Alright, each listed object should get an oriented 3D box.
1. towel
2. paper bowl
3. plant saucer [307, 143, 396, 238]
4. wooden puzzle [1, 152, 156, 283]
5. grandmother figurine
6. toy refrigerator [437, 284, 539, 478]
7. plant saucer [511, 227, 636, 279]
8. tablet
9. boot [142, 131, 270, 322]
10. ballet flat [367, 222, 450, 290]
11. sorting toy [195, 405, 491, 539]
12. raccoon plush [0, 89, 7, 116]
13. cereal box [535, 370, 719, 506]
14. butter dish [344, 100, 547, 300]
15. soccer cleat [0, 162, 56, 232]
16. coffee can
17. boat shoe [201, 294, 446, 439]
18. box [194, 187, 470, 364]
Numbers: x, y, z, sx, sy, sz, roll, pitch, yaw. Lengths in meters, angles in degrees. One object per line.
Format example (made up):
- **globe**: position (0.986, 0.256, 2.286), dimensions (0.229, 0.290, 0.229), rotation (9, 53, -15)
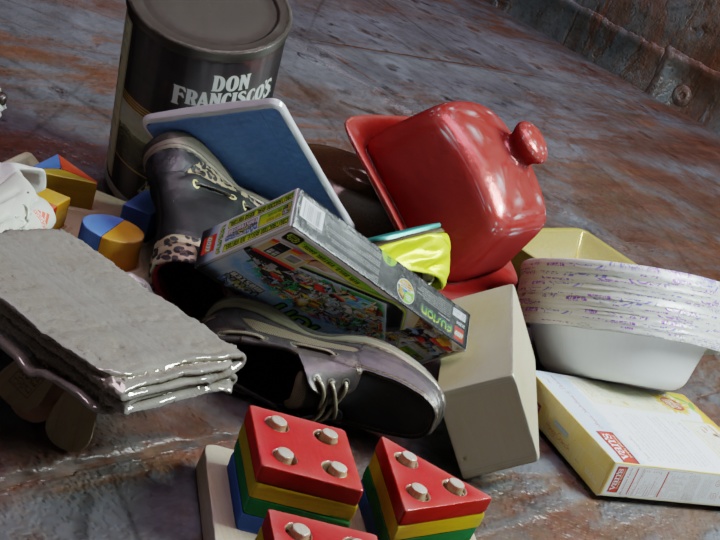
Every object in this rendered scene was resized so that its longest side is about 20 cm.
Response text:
- **towel**: position (-0.179, 0.029, 0.850), dimensions (0.199, 0.035, 0.132), rotation (32, 20, 28)
- **paper bowl**: position (0.243, 0.053, 1.261), dimensions (0.198, 0.106, 0.201), rotation (9, -3, 0)
- **plant saucer**: position (-0.004, -0.080, 1.334), dimensions (0.198, 0.037, 0.201), rotation (22, 18, -7)
- **wooden puzzle**: position (-0.228, -0.043, 1.115), dimensions (0.198, 0.047, 0.185), rotation (26, 20, 4)
- **grandmother figurine**: position (-0.188, 0.049, 0.926), dimensions (0.122, 0.060, 0.200), rotation (51, 15, -8)
- **toy refrigerator**: position (0.104, 0.087, 1.100), dimensions (0.069, 0.077, 0.200), rotation (-15, 17, 12)
- **plant saucer**: position (0.267, 0.021, 1.509), dimensions (0.199, 0.049, 0.199), rotation (37, 24, 33)
- **tablet**: position (-0.093, -0.082, 1.162), dimensions (0.128, 0.014, 0.201), rotation (-5, -32, 18)
- **boot**: position (-0.108, -0.007, 1.110), dimensions (0.200, 0.073, 0.152), rotation (47, 24, -37)
- **ballet flat**: position (0.000, 0.000, 1.111), dimensions (0.198, 0.068, 0.066), rotation (-6, 0, -39)
- **sorting toy**: position (0.008, 0.171, 0.817), dimensions (0.196, 0.070, 0.201), rotation (17, 21, -18)
- **raccoon plush**: position (-0.328, -0.087, 0.874), dimensions (0.197, 0.136, 0.097), rotation (-11, 23, -11)
- **cereal box**: position (0.251, 0.151, 1.183), dimensions (0.198, 0.040, 0.144), rotation (11, 23, -31)
- **butter dish**: position (0.110, -0.087, 1.255), dimensions (0.199, 0.147, 0.202), rotation (-11, 71, -60)
- **soccer cleat**: position (-0.258, -0.023, 0.964), dimensions (0.076, 0.070, 0.201), rotation (-8, 37, -12)
- **coffee can**: position (-0.151, -0.161, 1.212), dimensions (0.144, 0.201, 0.148), rotation (10, 43, -9)
- **boat shoe**: position (-0.035, 0.086, 0.995), dimensions (0.197, 0.075, 0.073), rotation (18, 29, 9)
- **box**: position (-0.018, 0.016, 1.030), dimensions (0.199, 0.109, 0.035), rotation (35, 51, -34)
